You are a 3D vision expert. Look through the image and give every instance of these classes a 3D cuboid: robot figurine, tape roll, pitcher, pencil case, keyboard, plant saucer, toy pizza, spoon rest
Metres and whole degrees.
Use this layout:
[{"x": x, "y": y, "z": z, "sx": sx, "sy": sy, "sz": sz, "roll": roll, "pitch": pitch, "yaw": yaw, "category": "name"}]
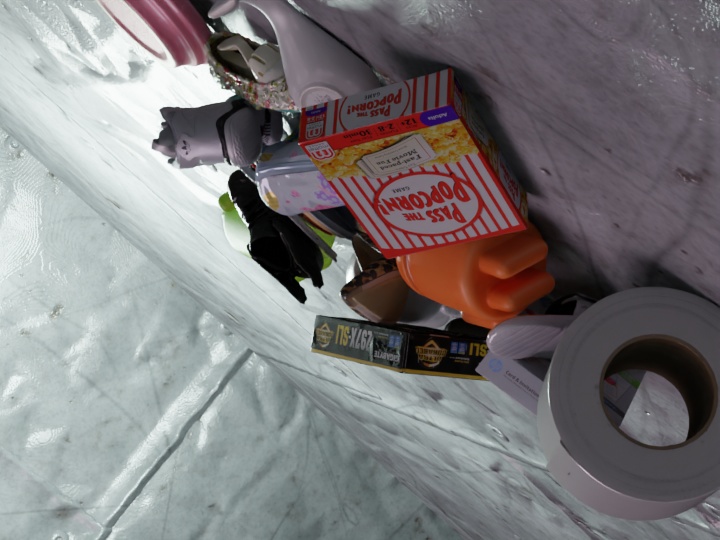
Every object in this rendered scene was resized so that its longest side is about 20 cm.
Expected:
[{"x": 0.113, "y": -0.017, "z": 1.581, "sx": 0.144, "sy": 0.117, "sz": 0.200, "roll": 33, "pitch": 173, "yaw": -36, "category": "robot figurine"}, {"x": 0.271, "y": 0.129, "z": 1.438, "sx": 0.203, "sy": 0.203, "sz": 0.139, "roll": 36, "pitch": 167, "yaw": 11, "category": "tape roll"}, {"x": 0.076, "y": 0.025, "z": 1.891, "sx": 0.172, "sy": 0.121, "sz": 0.200, "roll": 12, "pitch": 170, "yaw": 16, "category": "pitcher"}, {"x": -0.021, "y": -0.104, "z": 1.584, "sx": 0.200, "sy": 0.091, "sz": 0.083, "roll": -5, "pitch": 95, "yaw": 48, "category": "pencil case"}, {"x": -0.098, "y": -0.081, "z": 1.781, "sx": 0.200, "sy": 0.011, "sz": 0.056, "roll": 45, "pitch": 176, "yaw": -30, "category": "keyboard"}, {"x": -0.246, "y": -0.299, "z": 1.713, "sx": 0.201, "sy": 0.051, "sz": 0.201, "roll": 41, "pitch": 171, "yaw": 8, "category": "plant saucer"}, {"x": -0.077, "y": -0.100, "z": 1.851, "sx": 0.200, "sy": 0.032, "sz": 0.200, "roll": 42, "pitch": -168, "yaw": -11, "category": "toy pizza"}, {"x": -0.110, "y": -0.063, "z": 2.064, "sx": 0.200, "sy": 0.116, "sz": 0.175, "roll": 20, "pitch": 151, "yaw": 56, "category": "robot figurine"}, {"x": -0.059, "y": -0.211, "z": 1.492, "sx": 0.099, "sy": 0.061, "sz": 0.200, "roll": -22, "pitch": 127, "yaw": 40, "category": "spoon rest"}]

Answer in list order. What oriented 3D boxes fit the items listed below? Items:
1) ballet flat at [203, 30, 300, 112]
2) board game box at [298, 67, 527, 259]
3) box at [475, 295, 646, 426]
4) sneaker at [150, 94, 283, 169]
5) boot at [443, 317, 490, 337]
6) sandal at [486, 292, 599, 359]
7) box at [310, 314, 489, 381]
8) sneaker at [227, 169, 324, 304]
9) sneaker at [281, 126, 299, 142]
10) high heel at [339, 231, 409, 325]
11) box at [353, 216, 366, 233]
[{"x": -0.107, "y": -0.213, "z": 1.612, "sx": 0.200, "sy": 0.076, "sz": 0.064, "roll": 21, "pitch": 149, "yaw": 49, "category": "ballet flat"}, {"x": 0.054, "y": -0.095, "z": 1.431, "sx": 0.151, "sy": 0.046, "sz": 0.200, "roll": -13, "pitch": 143, "yaw": 22, "category": "board game box"}, {"x": 0.220, "y": 0.108, "z": 1.636, "sx": 0.156, "sy": 0.041, "sz": 0.200, "roll": 37, "pitch": -156, "yaw": 7, "category": "box"}, {"x": -0.156, "y": -0.164, "z": 1.686, "sx": 0.115, "sy": 0.075, "sz": 0.200, "roll": -2, "pitch": -160, "yaw": 12, "category": "sneaker"}, {"x": 0.187, "y": 0.089, "z": 1.804, "sx": 0.200, "sy": 0.075, "sz": 0.097, "roll": 17, "pitch": 168, "yaw": 17, "category": "boot"}, {"x": 0.207, "y": 0.052, "z": 1.570, "sx": 0.207, "sy": 0.079, "sz": 0.059, "roll": 8, "pitch": -132, "yaw": -40, "category": "sandal"}, {"x": 0.061, "y": 0.088, "z": 1.721, "sx": 0.160, "sy": 0.049, "sz": 0.200, "roll": 9, "pitch": 179, "yaw": -33, "category": "box"}, {"x": -0.106, "y": -0.046, "z": 1.823, "sx": 0.200, "sy": 0.060, "sz": 0.104, "roll": 51, "pitch": -164, "yaw": 12, "category": "sneaker"}, {"x": -0.033, "y": -0.119, "z": 1.735, "sx": 0.200, "sy": 0.071, "sz": 0.083, "roll": 18, "pitch": 151, "yaw": 52, "category": "sneaker"}, {"x": 0.000, "y": 0.000, "z": 1.709, "sx": 0.143, "sy": 0.071, "sz": 0.200, "roll": 30, "pitch": -160, "yaw": 30, "category": "high heel"}, {"x": 0.019, "y": -0.065, "z": 1.739, "sx": 0.200, "sy": 0.039, "sz": 0.041, "roll": -142, "pitch": 43, "yaw": -83, "category": "box"}]
